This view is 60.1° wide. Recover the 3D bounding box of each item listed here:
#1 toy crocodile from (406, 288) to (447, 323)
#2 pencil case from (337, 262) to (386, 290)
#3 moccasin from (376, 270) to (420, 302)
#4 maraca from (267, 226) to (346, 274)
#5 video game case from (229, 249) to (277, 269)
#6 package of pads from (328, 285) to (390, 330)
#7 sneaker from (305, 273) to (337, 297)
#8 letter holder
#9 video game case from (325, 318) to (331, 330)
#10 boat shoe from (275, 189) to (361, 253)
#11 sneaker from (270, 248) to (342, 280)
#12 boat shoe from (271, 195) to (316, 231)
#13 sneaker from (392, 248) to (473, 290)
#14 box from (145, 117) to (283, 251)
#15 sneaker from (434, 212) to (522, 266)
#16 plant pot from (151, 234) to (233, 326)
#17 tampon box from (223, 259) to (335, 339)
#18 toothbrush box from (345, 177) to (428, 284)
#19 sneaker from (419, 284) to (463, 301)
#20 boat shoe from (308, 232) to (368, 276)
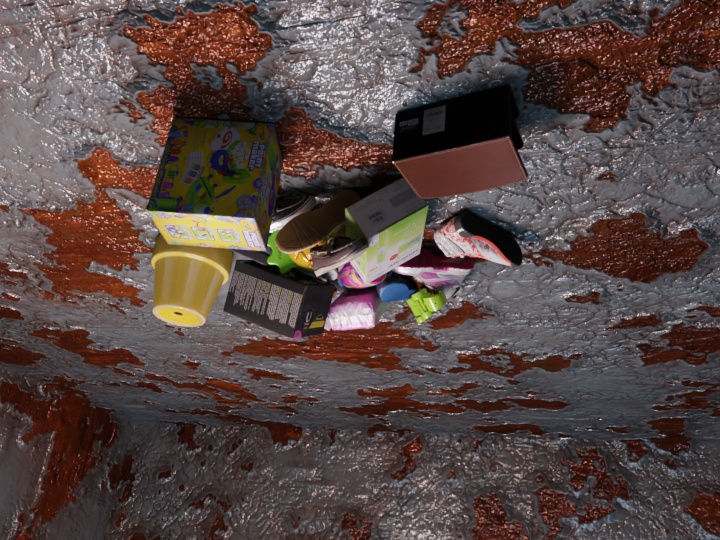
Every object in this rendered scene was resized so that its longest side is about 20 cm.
[{"bbox_3d":[0.159,0.082,1.523,0.061,0.068,0.200,-28,173,-10],"label":"toy crocodile"},{"bbox_3d":[0.000,0.000,1.466,0.087,0.089,0.200,12,169,-12],"label":"pencil case"},{"bbox_3d":[0.080,0.035,1.525,0.080,0.069,0.200,-34,162,13],"label":"moccasin"},{"bbox_3d":[-0.113,-0.059,1.372,0.197,0.139,0.107,-10,-172,1],"label":"maraca"},{"bbox_3d":[-0.302,-0.065,1.424,0.199,0.026,0.180,24,180,-32],"label":"video game case"},{"bbox_3d":[0.006,0.082,1.572,0.119,0.077,0.200,-5,-164,20],"label":"package of pads"},{"bbox_3d":[-0.142,0.017,1.628,0.085,0.073,0.199,-44,124,15],"label":"sneaker"},{"bbox_3d":[0.173,-0.207,1.055,0.198,0.102,0.142,-8,152,26],"label":"letter holder"},{"bbox_3d":[-0.185,0.075,1.652,0.199,0.036,0.181,28,171,38],"label":"video game case"},{"bbox_3d":[-0.085,-0.091,1.285,0.199,0.074,0.069,-31,170,-12],"label":"boat shoe"},{"bbox_3d":[-0.125,-0.044,1.477,0.198,0.081,0.077,21,152,17],"label":"sneaker"},{"bbox_3d":[-0.190,-0.128,1.325,0.197,0.074,0.068,-18,117,22],"label":"boat shoe"},{"bbox_3d":[0.162,0.005,1.466,0.197,0.082,0.089,7,130,0],"label":"sneaker"},{"bbox_3d":[-0.256,-0.157,1.134,0.190,0.202,0.122,5,154,5],"label":"box"},{"bbox_3d":[0.256,-0.055,1.373,0.200,0.068,0.108,26,149,-27],"label":"sneaker"},{"bbox_3d":[-0.434,0.029,1.556,0.198,0.191,0.201,6,153,3],"label":"plant pot"},{"bbox_3d":[-0.186,0.065,1.447,0.198,0.128,0.150,19,-173,24],"label":"tampon box"},{"bbox_3d":[0.050,-0.078,1.278,0.145,0.086,0.201,-29,158,-14],"label":"toothbrush box"},{"bbox_3d":[0.207,0.067,1.617,0.087,0.077,0.200,-10,168,-15],"label":"sneaker"},{"bbox_3d":[-0.049,-0.038,1.225,0.071,0.060,0.200,-26,-178,-26],"label":"boat shoe"}]
